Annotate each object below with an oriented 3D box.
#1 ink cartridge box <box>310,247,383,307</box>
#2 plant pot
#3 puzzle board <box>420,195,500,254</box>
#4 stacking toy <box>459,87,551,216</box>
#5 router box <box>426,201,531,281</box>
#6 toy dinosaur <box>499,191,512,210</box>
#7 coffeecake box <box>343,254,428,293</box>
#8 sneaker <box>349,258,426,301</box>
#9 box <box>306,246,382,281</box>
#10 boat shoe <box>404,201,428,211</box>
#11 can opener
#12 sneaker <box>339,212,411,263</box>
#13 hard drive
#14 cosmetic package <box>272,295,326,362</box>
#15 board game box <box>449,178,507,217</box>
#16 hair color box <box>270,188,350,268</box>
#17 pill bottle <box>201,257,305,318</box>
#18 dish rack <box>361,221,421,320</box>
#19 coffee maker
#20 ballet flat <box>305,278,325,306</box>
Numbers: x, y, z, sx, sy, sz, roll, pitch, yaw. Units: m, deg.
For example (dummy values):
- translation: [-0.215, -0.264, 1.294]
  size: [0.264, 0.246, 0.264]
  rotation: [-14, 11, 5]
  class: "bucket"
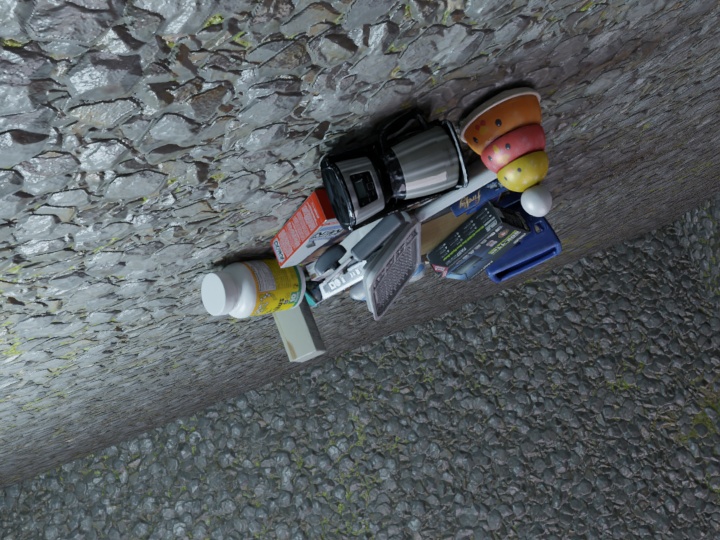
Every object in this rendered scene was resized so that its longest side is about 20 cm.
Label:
- translation: [0.000, 0.000, 1.394]
  size: [0.199, 0.044, 0.198]
  rotation: [-30, 180, 37]
  class: "ink cartridge box"
- translation: [0.400, -0.095, 1.647]
  size: [0.198, 0.181, 0.200]
  rotation: [-25, 166, 14]
  class: "plant pot"
- translation: [0.211, -0.107, 1.377]
  size: [0.198, 0.018, 0.151]
  rotation: [-25, 157, -10]
  class: "puzzle board"
- translation: [0.264, -0.184, 1.035]
  size: [0.145, 0.202, 0.146]
  rotation: [-21, 166, -5]
  class: "stacking toy"
- translation: [0.270, -0.060, 1.428]
  size: [0.200, 0.063, 0.149]
  rotation: [-43, 151, 29]
  class: "router box"
- translation: [0.284, -0.140, 1.491]
  size: [0.134, 0.103, 0.200]
  rotation: [-4, -173, -5]
  class: "toy dinosaur"
- translation: [0.059, -0.013, 1.633]
  size: [0.199, 0.074, 0.153]
  rotation: [-28, 166, 23]
  class: "coffeecake box"
- translation: [0.060, 0.012, 1.501]
  size: [0.198, 0.072, 0.073]
  rotation: [-24, 130, 6]
  class: "sneaker"
- translation: [-0.034, -0.034, 1.472]
  size: [0.199, 0.039, 0.041]
  rotation: [-27, 168, 17]
  class: "box"
- translation: [0.117, -0.162, 1.183]
  size: [0.199, 0.073, 0.072]
  rotation: [-19, 175, 33]
  class: "boat shoe"
- translation: [-0.007, -0.050, 1.182]
  size: [0.200, 0.067, 0.053]
  rotation: [-43, 177, 15]
  class: "can opener"
- translation: [0.017, -0.078, 1.358]
  size: [0.198, 0.076, 0.088]
  rotation: [-23, -177, 11]
  class: "sneaker"
- translation: [0.203, -0.174, 1.230]
  size: [0.199, 0.026, 0.132]
  rotation: [-30, -165, 27]
  class: "hard drive"
- translation: [-0.157, 0.112, 1.485]
  size: [0.070, 0.202, 0.105]
  rotation: [-24, 166, 6]
  class: "cosmetic package"
- translation: [0.271, -0.186, 1.261]
  size: [0.199, 0.035, 0.136]
  rotation: [-28, -165, 17]
  class: "board game box"
- translation: [-0.076, -0.081, 1.174]
  size: [0.110, 0.064, 0.200]
  rotation: [-14, 165, -36]
  class: "hair color box"
- translation: [-0.219, 0.036, 1.284]
  size: [0.199, 0.114, 0.112]
  rotation: [-8, 160, -47]
  class: "pill bottle"
- translation: [0.059, -0.003, 1.259]
  size: [0.172, 0.043, 0.200]
  rotation: [-52, 159, -18]
  class: "dish rack"
- translation: [0.046, -0.141, 0.986]
  size: [0.198, 0.136, 0.192]
  rotation: [-20, 167, -8]
  class: "coffee maker"
- translation: [-0.110, 0.051, 1.603]
  size: [0.074, 0.075, 0.200]
  rotation: [-20, 180, -11]
  class: "ballet flat"
